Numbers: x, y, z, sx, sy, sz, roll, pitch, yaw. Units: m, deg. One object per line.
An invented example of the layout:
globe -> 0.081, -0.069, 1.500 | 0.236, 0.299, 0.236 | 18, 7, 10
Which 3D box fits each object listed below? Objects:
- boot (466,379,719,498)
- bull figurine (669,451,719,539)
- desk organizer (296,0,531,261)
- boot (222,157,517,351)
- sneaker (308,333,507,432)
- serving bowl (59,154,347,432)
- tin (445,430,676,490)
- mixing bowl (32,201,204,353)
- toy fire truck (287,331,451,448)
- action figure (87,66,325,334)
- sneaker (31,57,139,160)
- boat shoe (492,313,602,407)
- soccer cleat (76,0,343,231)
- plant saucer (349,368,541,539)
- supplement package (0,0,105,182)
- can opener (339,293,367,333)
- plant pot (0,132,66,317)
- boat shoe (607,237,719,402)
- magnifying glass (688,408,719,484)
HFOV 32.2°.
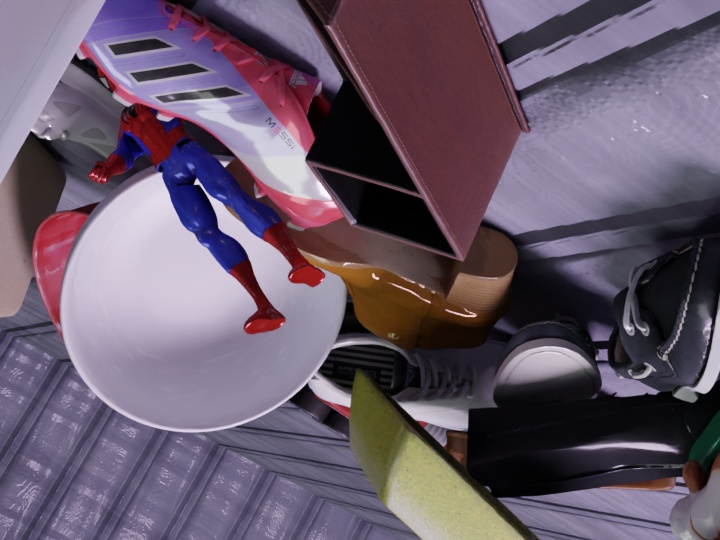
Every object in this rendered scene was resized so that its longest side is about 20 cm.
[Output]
boot -> 0.184, 0.129, 0.823 | 0.198, 0.066, 0.165 | -14, 137, 18
bull figurine -> 0.237, 0.100, 0.665 | 0.120, 0.066, 0.201 | -6, 141, -2
desk organizer -> 0.008, -0.086, 0.530 | 0.071, 0.078, 0.200 | 18, 163, 26
boot -> 0.001, 0.000, 0.817 | 0.199, 0.071, 0.144 | 18, 155, 0
sneaker -> 0.052, 0.087, 0.954 | 0.198, 0.074, 0.071 | 1, 176, 7
serving bowl -> -0.112, 0.009, 0.870 | 0.199, 0.201, 0.066 | 34, -172, -29
tin -> 0.163, 0.154, 1.013 | 0.198, 0.042, 0.112 | 6, 178, -17
mixing bowl -> -0.161, 0.016, 1.020 | 0.199, 0.108, 0.202 | 26, 135, 29
toy fire truck -> 0.061, 0.119, 1.092 | 0.199, 0.129, 0.176 | 26, 169, 43
action figure -> -0.112, -0.058, 0.719 | 0.201, 0.065, 0.099 | 53, -160, 24
sneaker -> -0.238, -0.099, 0.815 | 0.200, 0.116, 0.075 | 36, 162, -35
boat shoe -> 0.128, 0.064, 0.852 | 0.072, 0.062, 0.200 | -9, 157, 13
soccer cleat -> -0.067, -0.100, 0.668 | 0.076, 0.067, 0.200 | -32, 119, 33
plant saucer -> 0.067, 0.164, 0.838 | 0.200, 0.048, 0.200 | 44, 178, -10
supplement package -> -0.221, -0.144, 0.493 | 0.146, 0.193, 0.200 | 13, 161, 42
can opener -> -0.007, 0.027, 0.971 | 0.063, 0.079, 0.199 | 42, 150, -26
plant pot -> -0.373, -0.059, 1.056 | 0.199, 0.202, 0.177 | 14, 172, 36
boat shoe -> 0.162, 0.027, 0.661 | 0.060, 0.076, 0.200 | 16, 162, 12
magnifying glass -> 0.225, 0.078, 0.701 | 0.079, 0.023, 0.201 | -6, 133, 10
